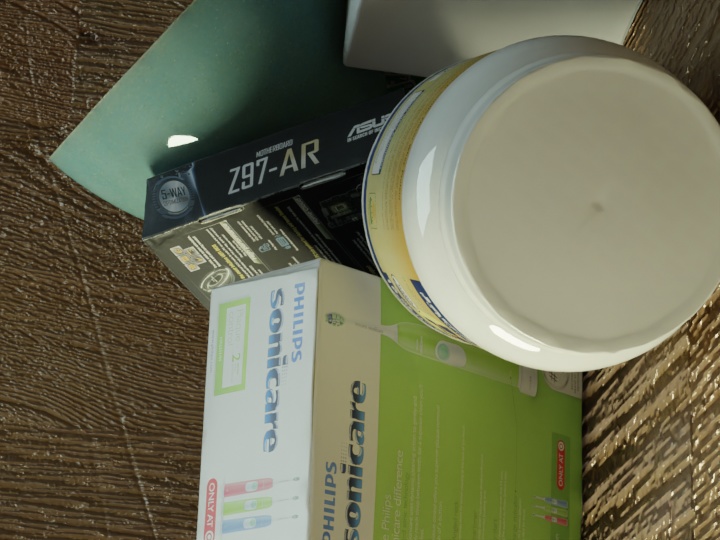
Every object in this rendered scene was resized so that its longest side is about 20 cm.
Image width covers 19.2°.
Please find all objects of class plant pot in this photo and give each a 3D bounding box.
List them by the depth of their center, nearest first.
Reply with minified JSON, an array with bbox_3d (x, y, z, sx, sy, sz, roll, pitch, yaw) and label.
[{"bbox_3d":[-0.060,-0.091,1.213,0.200,0.135,0.200,-46,7,8],"label":"plant pot"}]

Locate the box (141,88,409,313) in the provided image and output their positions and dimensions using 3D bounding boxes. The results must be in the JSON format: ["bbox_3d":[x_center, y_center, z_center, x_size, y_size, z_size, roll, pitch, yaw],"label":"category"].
[{"bbox_3d":[0.000,0.000,1.163,0.200,0.160,0.044,49,-149,-44],"label":"box"}]

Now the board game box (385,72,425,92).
[{"bbox_3d":[0.065,-0.156,1.345,0.200,0.095,0.030,104,167,-48],"label":"board game box"}]

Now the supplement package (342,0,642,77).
[{"bbox_3d":[0.077,-0.232,1.128,0.191,0.146,0.201,108,167,-55],"label":"supplement package"}]

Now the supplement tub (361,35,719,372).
[{"bbox_3d":[0.082,-0.030,0.954,0.200,0.144,0.145,-164,80,-82],"label":"supplement tub"}]

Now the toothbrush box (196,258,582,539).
[{"bbox_3d":[0.020,0.092,1.082,0.086,0.200,0.146,-14,68,42],"label":"toothbrush box"}]
